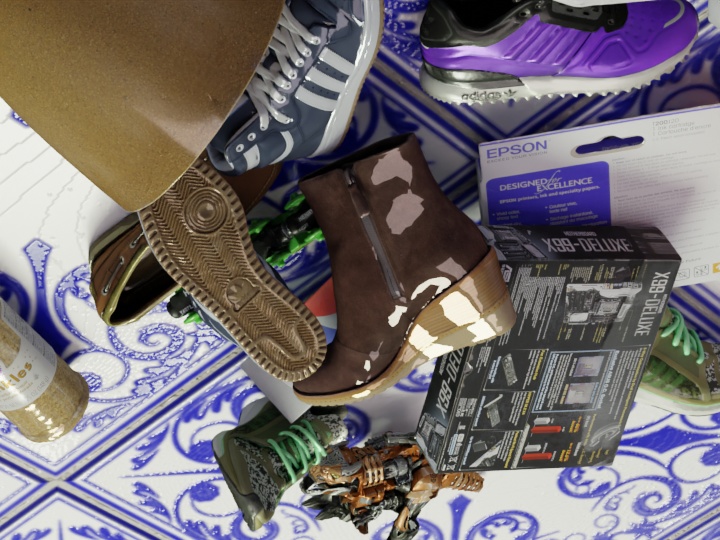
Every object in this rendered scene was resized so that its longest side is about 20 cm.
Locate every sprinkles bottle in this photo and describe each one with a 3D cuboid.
[{"bbox_3d":[-0.286,0.055,1.724,0.068,0.068,0.200,-24,136,15],"label":"sprinkles bottle"}]

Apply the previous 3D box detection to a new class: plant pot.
[{"bbox_3d":[-0.182,-0.167,1.433,0.200,0.186,0.186,31,125,-19],"label":"plant pot"}]

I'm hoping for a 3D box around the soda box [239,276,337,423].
[{"bbox_3d":[-0.001,0.029,1.734,0.063,0.068,0.200,48,122,3],"label":"soda box"}]

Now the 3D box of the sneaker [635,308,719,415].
[{"bbox_3d":[0.243,0.060,1.822,0.200,0.077,0.089,5,123,-19],"label":"sneaker"}]

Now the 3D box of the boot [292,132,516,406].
[{"bbox_3d":[0.000,0.000,1.631,0.200,0.072,0.166,-24,108,28],"label":"boot"}]

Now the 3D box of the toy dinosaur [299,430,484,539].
[{"bbox_3d":[0.029,0.188,1.904,0.200,0.102,0.136,19,123,-26],"label":"toy dinosaur"}]

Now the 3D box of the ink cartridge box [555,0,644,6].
[{"bbox_3d":[0.130,-0.246,1.450,0.200,0.057,0.163,-11,134,-27],"label":"ink cartridge box"}]

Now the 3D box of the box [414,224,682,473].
[{"bbox_3d":[0.141,0.060,1.713,0.158,0.050,0.200,-1,124,-23],"label":"box"}]

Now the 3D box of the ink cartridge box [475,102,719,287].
[{"bbox_3d":[0.188,-0.056,1.710,0.198,0.043,0.200,-9,139,-1],"label":"ink cartridge box"}]

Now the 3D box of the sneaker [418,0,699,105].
[{"bbox_3d":[0.137,-0.176,1.556,0.200,0.070,0.100,-10,131,-3],"label":"sneaker"}]

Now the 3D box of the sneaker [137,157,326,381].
[{"bbox_3d":[-0.106,-0.012,1.596,0.070,0.108,0.200,-38,114,-6],"label":"sneaker"}]

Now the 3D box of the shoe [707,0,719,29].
[{"bbox_3d":[0.286,-0.223,1.503,0.091,0.071,0.200,27,149,25],"label":"shoe"}]

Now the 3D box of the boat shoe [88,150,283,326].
[{"bbox_3d":[-0.124,-0.029,1.663,0.072,0.068,0.200,26,126,-32],"label":"boat shoe"}]

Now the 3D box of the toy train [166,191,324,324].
[{"bbox_3d":[-0.068,-0.019,1.695,0.200,0.042,0.056,-34,176,30],"label":"toy train"}]

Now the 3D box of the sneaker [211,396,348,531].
[{"bbox_3d":[-0.057,0.136,1.772,0.089,0.200,0.077,-25,103,16],"label":"sneaker"}]

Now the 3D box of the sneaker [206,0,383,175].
[{"bbox_3d":[-0.054,-0.141,1.524,0.108,0.070,0.200,-19,146,-27],"label":"sneaker"}]
